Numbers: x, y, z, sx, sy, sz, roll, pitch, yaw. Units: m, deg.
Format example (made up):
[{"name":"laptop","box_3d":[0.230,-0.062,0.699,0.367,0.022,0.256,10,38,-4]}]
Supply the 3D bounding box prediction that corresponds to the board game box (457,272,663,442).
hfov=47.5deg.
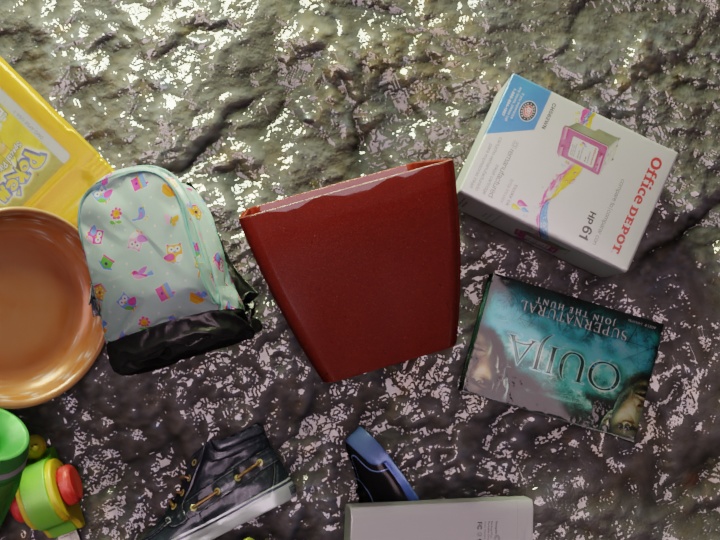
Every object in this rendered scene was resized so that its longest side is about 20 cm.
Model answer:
[{"name":"board game box","box_3d":[0.220,0.096,0.900,0.199,0.028,0.136,16,84,-1]}]

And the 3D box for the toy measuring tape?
[{"name":"toy measuring tape","box_3d":[-0.312,0.266,0.841,0.073,0.074,0.201,-19,86,-4]}]

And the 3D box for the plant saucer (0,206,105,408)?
[{"name":"plant saucer","box_3d":[-0.348,0.037,0.825,0.199,0.037,0.202,-1,92,-47]}]

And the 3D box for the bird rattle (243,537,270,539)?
[{"name":"bird rattle","box_3d":[-0.158,0.355,0.813,0.162,0.113,0.201,20,110,-7]}]

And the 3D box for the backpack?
[{"name":"backpack","box_3d":[-0.205,-0.008,0.841,0.166,0.127,0.201,-16,83,0]}]

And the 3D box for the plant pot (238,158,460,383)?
[{"name":"plant pot","box_3d":[0.000,0.000,0.825,0.199,0.200,0.177,-15,98,-4]}]

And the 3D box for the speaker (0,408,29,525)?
[{"name":"speaker","box_3d":[-0.392,0.230,0.799,0.088,0.088,0.201,31,112,0]}]

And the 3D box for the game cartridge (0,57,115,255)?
[{"name":"game cartridge","box_3d":[-0.385,-0.103,0.887,0.200,0.032,0.176,43,85,2]}]

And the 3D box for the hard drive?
[{"name":"hard drive","box_3d":[0.079,0.299,0.823,0.199,0.027,0.133,3,87,-19]}]

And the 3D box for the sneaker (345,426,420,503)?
[{"name":"sneaker","box_3d":[0.029,0.265,0.857,0.078,0.070,0.201,-32,89,-12]}]

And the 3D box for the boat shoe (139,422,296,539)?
[{"name":"boat shoe","box_3d":[-0.173,0.240,0.856,0.199,0.071,0.091,-26,79,-7]}]

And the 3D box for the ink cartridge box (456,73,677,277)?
[{"name":"ink cartridge box","box_3d":[0.217,-0.099,0.888,0.199,0.085,0.145,25,84,-2]}]
